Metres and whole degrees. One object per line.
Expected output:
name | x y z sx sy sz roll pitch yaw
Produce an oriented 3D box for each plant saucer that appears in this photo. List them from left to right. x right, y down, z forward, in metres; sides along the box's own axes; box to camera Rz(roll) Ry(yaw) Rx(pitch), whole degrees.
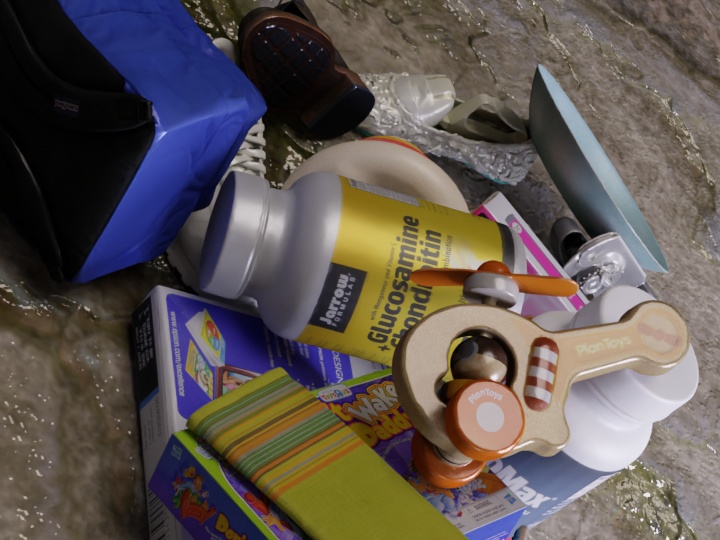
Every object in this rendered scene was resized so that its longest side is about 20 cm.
plant saucer | 0.185 -0.075 1.414 0.201 0.039 0.201 54 14 -20

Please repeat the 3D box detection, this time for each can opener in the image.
can opener | 0.209 0.018 1.401 0.200 0.053 0.067 47 11 -51

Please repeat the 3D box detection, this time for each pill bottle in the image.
pill bottle | 0.000 0.000 1.133 0.199 0.112 0.112 15 47 -14
pill bottle | 0.130 0.098 1.191 0.119 0.200 0.120 26 43 -27

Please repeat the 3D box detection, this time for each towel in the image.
towel | -0.007 0.135 0.989 0.200 0.018 0.086 41 37 20

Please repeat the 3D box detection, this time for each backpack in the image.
backpack | -0.177 -0.116 1.106 0.200 0.163 0.168 46 31 15

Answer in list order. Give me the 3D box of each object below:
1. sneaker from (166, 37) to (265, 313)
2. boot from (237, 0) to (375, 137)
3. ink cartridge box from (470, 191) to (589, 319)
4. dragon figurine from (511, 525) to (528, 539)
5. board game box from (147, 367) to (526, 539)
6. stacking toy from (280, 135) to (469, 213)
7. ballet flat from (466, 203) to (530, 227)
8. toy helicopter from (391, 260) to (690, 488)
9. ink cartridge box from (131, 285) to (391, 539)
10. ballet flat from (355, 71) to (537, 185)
sneaker | -0.097 -0.065 1.202 0.076 0.080 0.201 4 58 -44
boot | -0.062 -0.171 1.304 0.097 0.075 0.200 54 6 23
ink cartridge box | 0.132 0.045 1.323 0.200 0.095 0.037 50 38 0
dragon figurine | 0.057 0.237 1.078 0.059 0.099 0.201 58 30 -43
board game box | -0.010 0.137 1.043 0.134 0.045 0.199 44 33 25
stacking toy | 0.017 -0.056 1.290 0.146 0.146 0.200 41 24 -11
ballet flat | 0.122 0.002 1.371 0.200 0.067 0.068 50 39 1
toy helicopter | 0.111 0.047 1.065 0.199 0.079 0.133 -11 72 -22
ink cartridge box | -0.050 0.122 1.120 0.199 0.043 0.199 16 50 -34
ballet flat | 0.073 -0.131 1.438 0.199 0.072 0.072 17 48 -34
